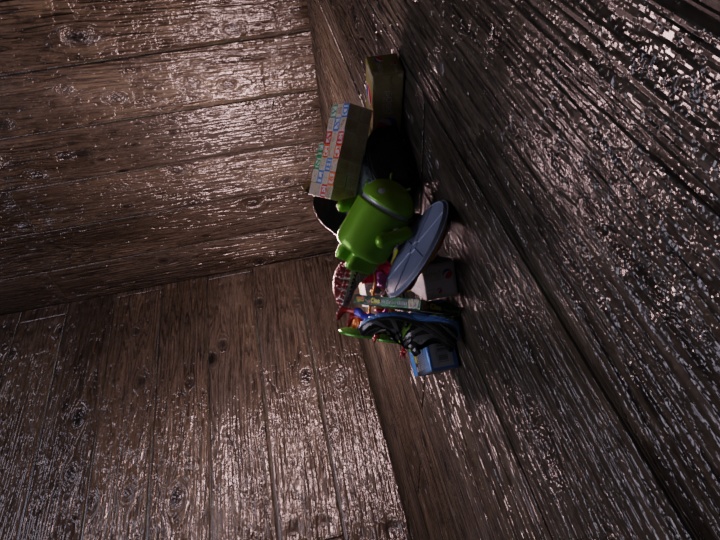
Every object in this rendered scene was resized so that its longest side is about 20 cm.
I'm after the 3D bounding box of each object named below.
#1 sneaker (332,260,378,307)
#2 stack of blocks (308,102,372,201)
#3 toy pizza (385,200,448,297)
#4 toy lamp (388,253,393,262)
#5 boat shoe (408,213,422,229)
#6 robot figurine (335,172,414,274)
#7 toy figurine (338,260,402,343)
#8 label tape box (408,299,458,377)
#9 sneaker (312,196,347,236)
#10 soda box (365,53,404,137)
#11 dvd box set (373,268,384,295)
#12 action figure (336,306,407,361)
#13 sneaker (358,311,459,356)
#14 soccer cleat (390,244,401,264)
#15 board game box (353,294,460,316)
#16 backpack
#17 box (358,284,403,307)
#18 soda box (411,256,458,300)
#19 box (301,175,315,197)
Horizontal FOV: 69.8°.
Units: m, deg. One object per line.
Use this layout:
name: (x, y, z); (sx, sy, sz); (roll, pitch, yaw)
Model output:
sneaker: (0.000, 0.000, 1.158); (0.200, 0.082, 0.078); (-65, 30, 17)
stack of blocks: (-0.045, -0.253, 1.122); (0.115, 0.058, 0.200); (25, 105, 58)
toy pizza: (0.108, -0.035, 0.937); (0.200, 0.032, 0.200); (-58, 10, 17)
toy lamp: (0.096, -0.075, 1.287); (0.058, 0.058, 0.200); (-109, 13, -52)
boat shoe: (0.085, -0.100, 1.132); (0.072, 0.065, 0.200); (36, 172, -26)
robot figurine: (0.030, -0.093, 1.031); (0.200, 0.116, 0.175); (-59, 43, 15)
toy figurine: (0.044, 0.064, 1.211); (0.200, 0.150, 0.185); (7, 93, 56)
label tape box: (0.150, 0.155, 1.141); (0.200, 0.063, 0.145); (103, 157, -75)
sneaker: (-0.035, -0.104, 1.276); (0.200, 0.084, 0.121); (51, 177, 19)
soda box: (0.051, -0.361, 1.117); (0.200, 0.068, 0.064); (88, 169, -58)
dvd box set: (0.064, -0.034, 1.369); (0.200, 0.029, 0.147); (-53, -35, -72)
action figure: (0.036, 0.131, 1.092); (0.065, 0.200, 0.099); (37, -120, -46)
sneaker: (0.090, 0.123, 0.998); (0.071, 0.199, 0.083); (40, -126, -74)
soccer cleat: (0.108, -0.013, 1.237); (0.084, 0.065, 0.200); (-111, 12, -48)
board game box: (0.086, 0.067, 1.011); (0.200, 0.105, 0.024); (1, 84, 53)
backpack: (0.029, -0.204, 1.171); (0.200, 0.153, 0.164); (102, 159, -74)
box: (0.057, 0.055, 1.610); (0.200, 0.112, 0.102); (143, 116, -85)
soda box: (0.134, 0.009, 1.044); (0.200, 0.064, 0.068); (-141, 40, -81)
box: (-0.034, -0.245, 1.293); (0.021, 0.200, 0.163); (56, -167, 22)
